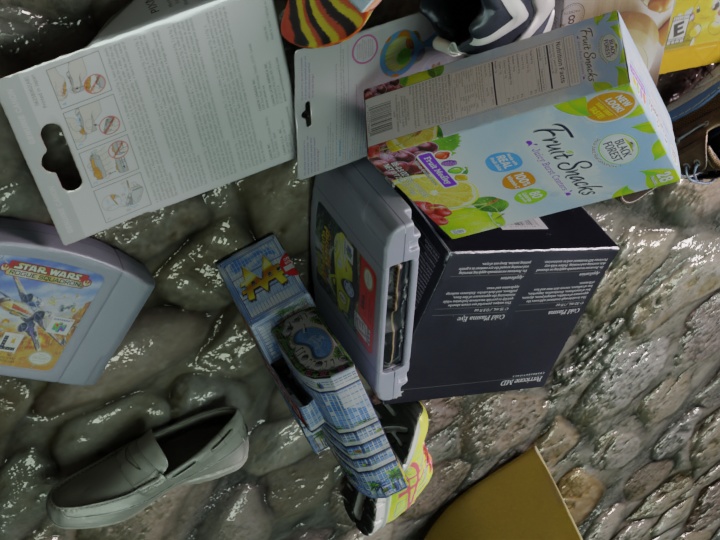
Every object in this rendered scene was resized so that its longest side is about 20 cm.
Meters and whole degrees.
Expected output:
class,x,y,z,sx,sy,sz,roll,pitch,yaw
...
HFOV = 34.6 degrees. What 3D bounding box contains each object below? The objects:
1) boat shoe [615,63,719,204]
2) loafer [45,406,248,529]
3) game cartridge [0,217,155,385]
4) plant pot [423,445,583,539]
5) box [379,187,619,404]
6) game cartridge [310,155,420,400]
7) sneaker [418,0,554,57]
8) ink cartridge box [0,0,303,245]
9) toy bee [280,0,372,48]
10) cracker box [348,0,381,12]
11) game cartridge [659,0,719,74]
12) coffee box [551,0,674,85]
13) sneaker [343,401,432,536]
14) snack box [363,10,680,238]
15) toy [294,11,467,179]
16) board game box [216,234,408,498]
class,x,y,z,sx,sy,sz,roll,pitch,yaw
boat shoe,0.318,-0.122,1.105,0.072,0.073,0.200,9,136,-43
loafer,-0.199,0.179,1.084,0.199,0.070,0.070,-21,133,-26
game cartridge,-0.268,0.024,0.910,0.200,0.042,0.133,14,125,-41
plant pot,0.187,0.376,1.439,0.199,0.196,0.194,-26,140,4
box,0.109,0.020,1.099,0.199,0.104,0.183,-2,129,-32
game cartridge,0.000,0.000,0.985,0.041,0.133,0.201,-16,135,-19
sneaker,0.093,-0.241,0.819,0.129,0.079,0.200,-22,137,-47
ink cartridge box,-0.148,-0.122,0.841,0.199,0.057,0.163,-20,138,-9
toy bee,0.007,-0.233,0.769,0.108,0.131,0.200,15,148,7
cracker box,-0.023,-0.270,0.683,0.200,0.058,0.134,44,103,-5
game cartridge,0.316,-0.270,1.012,0.176,0.032,0.201,-14,137,-22
coffee box,0.188,-0.183,0.974,0.114,0.080,0.200,-18,137,-16
sneaker,0.043,0.202,1.264,0.090,0.078,0.200,-16,142,-32
snack box,0.127,-0.103,0.888,0.199,0.068,0.169,-16,154,23
toy,0.027,-0.158,0.919,0.199,0.047,0.115,-20,134,-23
board game box,-0.050,0.080,1.017,0.062,0.200,0.200,-29,125,-7
